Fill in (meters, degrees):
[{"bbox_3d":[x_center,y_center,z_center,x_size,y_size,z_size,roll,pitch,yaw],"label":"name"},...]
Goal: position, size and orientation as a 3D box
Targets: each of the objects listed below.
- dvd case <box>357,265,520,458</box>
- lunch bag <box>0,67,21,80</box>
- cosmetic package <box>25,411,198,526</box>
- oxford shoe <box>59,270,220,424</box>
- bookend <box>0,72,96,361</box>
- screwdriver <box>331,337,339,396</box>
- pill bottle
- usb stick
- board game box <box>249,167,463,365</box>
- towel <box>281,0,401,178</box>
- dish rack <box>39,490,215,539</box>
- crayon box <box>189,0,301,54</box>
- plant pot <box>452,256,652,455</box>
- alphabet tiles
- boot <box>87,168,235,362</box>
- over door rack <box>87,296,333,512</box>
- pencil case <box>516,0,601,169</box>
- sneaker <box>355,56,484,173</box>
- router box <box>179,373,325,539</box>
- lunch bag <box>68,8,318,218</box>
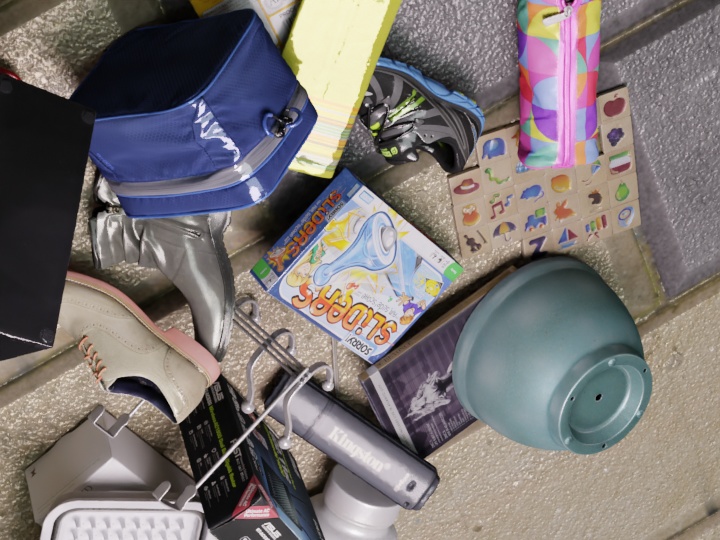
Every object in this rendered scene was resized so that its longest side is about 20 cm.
[{"bbox_3d":[0.101,0.103,1.723,0.200,0.016,0.149,-35,132,-12],"label":"dvd case"},{"bbox_3d":[-0.372,-0.078,1.406,0.199,0.082,0.177,-6,122,-19],"label":"lunch bag"},{"bbox_3d":[-0.226,0.242,1.660,0.108,0.085,0.200,-40,127,10],"label":"cosmetic package"},{"bbox_3d":[-0.228,0.066,1.509,0.199,0.074,0.071,29,150,3],"label":"oxford shoe"},{"bbox_3d":[-0.317,-0.030,1.343,0.092,0.200,0.200,20,68,-35],"label":"bookend"},{"bbox_3d":[-0.032,0.049,1.661,0.029,0.028,0.201,1,127,-3],"label":"screwdriver"},{"bbox_3d":[-0.026,0.307,1.763,0.111,0.111,0.201,10,116,-26],"label":"pill bottle"},{"bbox_3d":[-0.009,0.173,1.691,0.200,0.033,0.056,36,89,-10],"label":"usb stick"},{"bbox_3d":[0.000,0.000,1.597,0.135,0.034,0.200,-47,141,6],"label":"board game box"},{"bbox_3d":[-0.031,-0.177,1.452,0.086,0.018,0.201,14,116,-19],"label":"towel"},{"bbox_3d":[-0.235,0.289,1.609,0.171,0.044,0.201,4,122,-20],"label":"dish rack"},{"bbox_3d":[-0.100,-0.275,1.413,0.125,0.052,0.200,-30,127,-2],"label":"crayon box"},{"bbox_3d":[0.213,0.104,1.698,0.200,0.134,0.201,-17,125,-26],"label":"plant pot"},{"bbox_3d":[0.186,-0.083,1.673,0.199,0.008,0.168,-19,125,-10],"label":"alphabet tiles"},{"bbox_3d":[-0.185,-0.011,1.523,0.130,0.068,0.201,-4,101,-16],"label":"boot"},{"bbox_3d":[-0.137,0.129,1.564,0.200,0.148,0.067,-39,134,-14],"label":"over door rack"},{"bbox_3d":[0.185,-0.192,1.556,0.088,0.088,0.201,-13,122,-14],"label":"pencil case"},{"bbox_3d":[0.030,-0.142,1.523,0.199,0.071,0.083,20,78,-32],"label":"sneaker"},{"bbox_3d":[-0.102,0.216,1.619,0.062,0.200,0.150,-32,127,5],"label":"router box"},{"bbox_3d":[-0.132,-0.124,1.395,0.133,0.199,0.136,57,48,-33],"label":"lunch bag"}]
